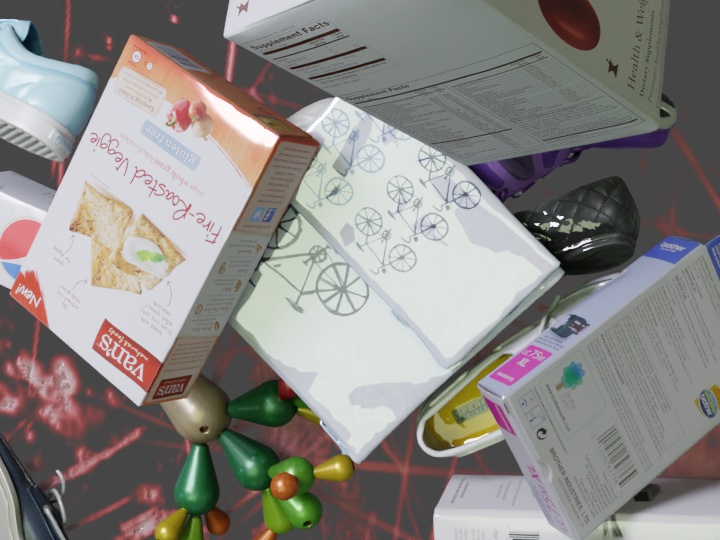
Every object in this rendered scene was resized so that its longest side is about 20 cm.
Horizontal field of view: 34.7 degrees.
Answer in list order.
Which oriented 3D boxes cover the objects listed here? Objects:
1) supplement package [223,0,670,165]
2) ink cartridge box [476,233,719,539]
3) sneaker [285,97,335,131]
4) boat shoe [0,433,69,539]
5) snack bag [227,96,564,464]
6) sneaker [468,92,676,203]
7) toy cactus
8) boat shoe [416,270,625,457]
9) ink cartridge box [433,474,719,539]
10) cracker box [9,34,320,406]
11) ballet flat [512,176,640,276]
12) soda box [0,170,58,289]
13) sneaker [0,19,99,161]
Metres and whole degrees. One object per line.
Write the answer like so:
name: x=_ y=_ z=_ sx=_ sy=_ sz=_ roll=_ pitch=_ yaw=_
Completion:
supplement package: x=0.060 y=-0.188 z=0.632 sx=0.147 sy=0.199 sz=0.192 roll=-7 pitch=69 yaw=45
ink cartridge box: x=0.180 y=0.064 z=0.736 sx=0.200 sy=0.042 sz=0.120 roll=-35 pitch=113 yaw=-13
sneaker: x=-0.089 y=-0.060 z=0.816 sx=0.199 sy=0.072 sz=0.073 roll=-17 pitch=98 yaw=18
boat shoe: x=-0.258 y=0.207 z=0.900 sx=0.075 sy=0.062 sz=0.201 roll=-36 pitch=80 yaw=32
snack bag: x=0.000 y=0.000 z=0.762 sx=0.200 sy=0.021 sz=0.189 roll=-44 pitch=90 yaw=13
sneaker: x=0.111 y=-0.085 z=0.772 sx=0.199 sy=0.081 sz=0.084 roll=-3 pitch=112 yaw=24
toy cactus: x=-0.098 y=0.134 z=0.845 sx=0.165 sy=0.102 sz=0.200 roll=43 pitch=114 yaw=14
boat shoe: x=0.120 y=0.068 z=0.775 sx=0.201 sy=0.086 sz=0.075 roll=-29 pitch=91 yaw=16
ink cartridge box: x=0.157 y=0.222 z=0.792 sx=0.199 sy=0.083 sz=0.148 roll=-1 pitch=99 yaw=14
cracker box: x=-0.132 y=-0.032 z=0.755 sx=0.134 sy=0.058 sz=0.201 roll=35 pitch=106 yaw=22
ballet flat: x=0.091 y=-0.018 z=0.794 sx=0.199 sy=0.067 sz=0.057 roll=-9 pitch=59 yaw=13
soda box: x=-0.202 y=-0.005 z=0.855 sx=0.199 sy=0.064 sz=0.068 roll=24 pitch=103 yaw=10
sneaker: x=-0.278 y=-0.153 z=0.858 sx=0.199 sy=0.074 sz=0.082 roll=28 pitch=74 yaw=13
